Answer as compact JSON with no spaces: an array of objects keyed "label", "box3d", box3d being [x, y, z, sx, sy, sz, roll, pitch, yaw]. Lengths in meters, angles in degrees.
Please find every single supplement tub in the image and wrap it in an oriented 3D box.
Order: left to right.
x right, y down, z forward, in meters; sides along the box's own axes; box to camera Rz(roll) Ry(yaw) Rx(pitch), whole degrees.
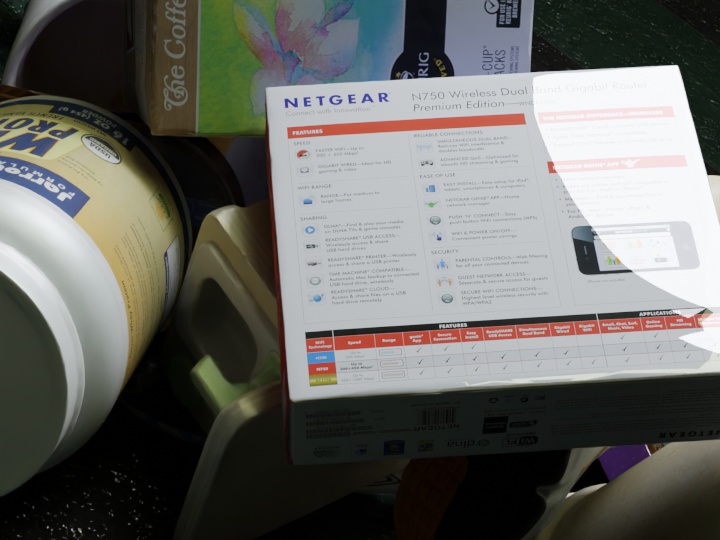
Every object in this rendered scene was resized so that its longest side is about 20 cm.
[{"label":"supplement tub","box3d":[-0.166,0.010,0.916,0.144,0.145,0.200,29,22,-3]}]

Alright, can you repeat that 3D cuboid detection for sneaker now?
[{"label":"sneaker","box3d":[-0.039,0.082,1.052,0.198,0.073,0.072,14,53,-9]},{"label":"sneaker","box3d":[0.101,0.077,0.955,0.076,0.200,0.092,45,9,31]}]

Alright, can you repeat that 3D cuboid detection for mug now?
[{"label":"mug","box3d":[-0.143,-0.106,1.192,0.148,0.188,0.153,-13,26,-7]}]

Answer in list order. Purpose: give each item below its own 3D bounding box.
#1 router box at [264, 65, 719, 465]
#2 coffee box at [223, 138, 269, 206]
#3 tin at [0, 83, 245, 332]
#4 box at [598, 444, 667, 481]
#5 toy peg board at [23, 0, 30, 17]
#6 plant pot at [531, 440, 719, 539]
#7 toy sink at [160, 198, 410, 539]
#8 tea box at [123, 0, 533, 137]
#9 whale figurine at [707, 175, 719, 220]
[{"label":"router box","box3d":[0.060,-0.007,0.874,0.198,0.049,0.181,-3,51,-3]},{"label":"coffee box","box3d":[0.000,0.000,1.125,0.199,0.114,0.080,28,5,-42]},{"label":"tin","box3d":[-0.157,-0.033,1.030,0.198,0.113,0.042,13,12,4]},{"label":"box","box3d":[0.207,0.121,1.219,0.136,0.039,0.201,7,50,-45]},{"label":"toy peg board","box3d":[-0.156,-0.210,1.299,0.199,0.201,0.098,23,33,25]},{"label":"plant pot","box3d":[0.184,0.150,0.931,0.199,0.184,0.202,19,46,-21]},{"label":"toy sink","box3d":[-0.023,0.035,0.961,0.199,0.131,0.112,-22,62,-32]},{"label":"tea box","box3d":[-0.018,-0.173,0.989,0.195,0.202,0.134,-1,12,-12]},{"label":"whale figurine","box3d":[0.209,0.046,1.198,0.158,0.103,0.202,-5,83,-50]}]
